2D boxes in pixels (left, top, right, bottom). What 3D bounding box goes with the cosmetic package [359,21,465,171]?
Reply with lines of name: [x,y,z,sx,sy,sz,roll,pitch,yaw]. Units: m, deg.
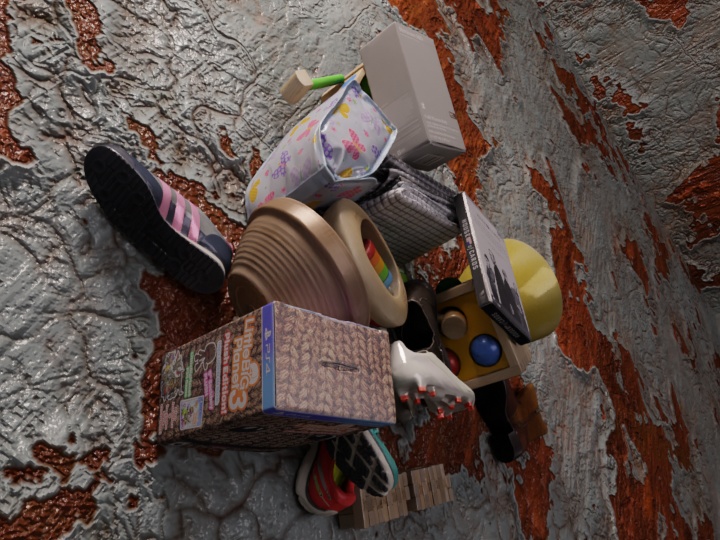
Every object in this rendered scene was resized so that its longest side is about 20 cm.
cosmetic package: [0.080,-0.264,0.918,0.106,0.090,0.203,-3,76,-48]

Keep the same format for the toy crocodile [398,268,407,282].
toy crocodile: [-0.008,-0.002,0.895,0.199,0.067,0.063,19,64,-41]

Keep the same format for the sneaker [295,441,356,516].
sneaker: [-0.017,0.209,0.757,0.077,0.084,0.202,38,46,-33]

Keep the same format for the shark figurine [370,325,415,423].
shark figurine: [0.017,0.140,0.848,0.128,0.088,0.217,-80,152,-83]

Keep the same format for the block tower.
block tower: [0.047,0.305,0.810,0.199,0.057,0.055,11,62,-49]

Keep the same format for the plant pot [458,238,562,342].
plant pot: [0.245,0.060,1.093,0.141,0.200,0.202,-23,89,-28]

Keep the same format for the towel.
towel: [0.050,-0.086,0.929,0.199,0.165,0.087,19,54,-45]

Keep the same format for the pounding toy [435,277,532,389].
pounding toy: [0.142,0.091,0.954,0.142,0.183,0.202,-16,83,-65]

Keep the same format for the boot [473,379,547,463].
boot: [0.300,0.246,1.136,0.199,0.068,0.191,-9,78,-53]

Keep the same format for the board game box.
board game box: [-0.090,0.122,0.620,0.158,0.199,0.098,20,56,-43]

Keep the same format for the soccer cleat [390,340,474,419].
soccer cleat: [0.102,0.152,0.820,0.200,0.069,0.078,35,34,-50]

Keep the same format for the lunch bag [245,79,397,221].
lunch bag: [-0.057,-0.139,0.822,0.127,0.169,0.201,46,39,-16]

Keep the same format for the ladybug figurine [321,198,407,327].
ladybug figurine: [0.000,0.000,0.791,0.201,0.071,0.136,59,22,-26]

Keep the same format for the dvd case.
dvd case: [0.201,-0.004,0.905,0.150,0.025,0.202,38,36,-44]

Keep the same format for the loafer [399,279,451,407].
loafer: [0.086,0.118,0.884,0.071,0.072,0.203,-40,118,-67]

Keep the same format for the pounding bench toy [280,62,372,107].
pounding bench toy: [-0.025,-0.268,0.966,0.200,0.123,0.157,45,42,-25]

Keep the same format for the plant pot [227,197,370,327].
plant pot: [-0.089,0.026,0.693,0.092,0.200,0.202,-35,99,-32]

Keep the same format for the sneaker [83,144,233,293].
sneaker: [-0.224,-0.065,0.680,0.201,0.070,0.082,52,23,-22]

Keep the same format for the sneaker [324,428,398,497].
sneaker: [-0.005,0.168,0.701,0.079,0.078,0.201,-5,42,-32]
